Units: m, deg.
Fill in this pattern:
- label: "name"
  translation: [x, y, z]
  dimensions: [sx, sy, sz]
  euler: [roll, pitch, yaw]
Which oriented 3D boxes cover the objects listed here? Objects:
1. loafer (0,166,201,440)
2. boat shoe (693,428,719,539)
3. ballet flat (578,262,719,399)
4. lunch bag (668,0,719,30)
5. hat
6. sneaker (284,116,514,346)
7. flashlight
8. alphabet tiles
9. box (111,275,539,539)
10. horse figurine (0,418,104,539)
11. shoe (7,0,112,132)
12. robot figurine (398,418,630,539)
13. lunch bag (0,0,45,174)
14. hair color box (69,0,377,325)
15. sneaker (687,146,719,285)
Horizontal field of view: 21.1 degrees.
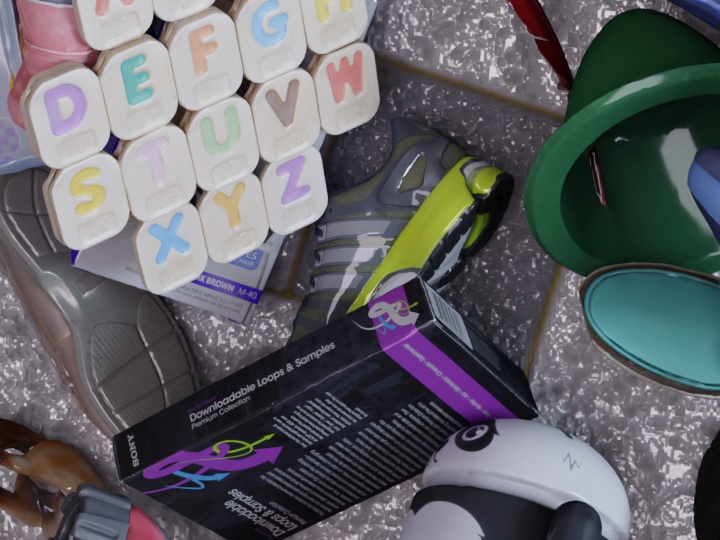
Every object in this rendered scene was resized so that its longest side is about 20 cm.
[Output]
- label: "loafer"
  translation: [-0.160, 0.030, 1.142]
  dimensions: [0.201, 0.072, 0.063]
  euler: [59, 147, 1]
- label: "boat shoe"
  translation: [0.217, 0.168, 1.012]
  dimensions: [0.073, 0.201, 0.076]
  euler: [17, 145, -7]
- label: "ballet flat"
  translation: [0.213, 0.044, 1.043]
  dimensions: [0.199, 0.062, 0.068]
  euler: [14, 82, 9]
- label: "lunch bag"
  translation: [0.186, -0.199, 0.980]
  dimensions: [0.199, 0.132, 0.136]
  euler: [31, 100, 3]
- label: "hat"
  translation: [0.148, -0.117, 1.047]
  dimensions: [0.165, 0.200, 0.177]
  euler: [-19, 52, 8]
- label: "sneaker"
  translation: [0.000, 0.000, 1.096]
  dimensions: [0.081, 0.074, 0.200]
  euler: [46, 105, 21]
- label: "flashlight"
  translation: [-0.081, 0.185, 1.105]
  dimensions: [0.199, 0.068, 0.068]
  euler: [22, 148, -18]
- label: "alphabet tiles"
  translation: [-0.077, -0.088, 0.999]
  dimensions: [0.015, 0.199, 0.196]
  euler: [35, 142, 47]
- label: "box"
  translation: [-0.018, 0.086, 1.072]
  dimensions: [0.199, 0.143, 0.036]
  euler: [-28, 56, 15]
- label: "horse figurine"
  translation: [-0.183, 0.160, 1.141]
  dimensions: [0.050, 0.132, 0.201]
  euler: [-40, 74, 33]
- label: "shoe"
  translation: [-0.150, -0.135, 1.042]
  dimensions: [0.071, 0.200, 0.092]
  euler: [9, 108, -1]
- label: "robot figurine"
  translation: [0.071, 0.178, 1.041]
  dimensions: [0.150, 0.125, 0.201]
  euler: [6, 64, 32]
- label: "lunch bag"
  translation: [-0.255, -0.145, 1.102]
  dimensions: [0.169, 0.127, 0.201]
  euler: [-12, 85, 13]
- label: "hair color box"
  translation: [-0.079, -0.082, 1.080]
  dimensions: [0.109, 0.065, 0.201]
  euler: [18, 102, -15]
- label: "sneaker"
  translation: [0.213, 0.031, 0.969]
  dimensions: [0.082, 0.074, 0.201]
  euler: [-32, 93, 16]
